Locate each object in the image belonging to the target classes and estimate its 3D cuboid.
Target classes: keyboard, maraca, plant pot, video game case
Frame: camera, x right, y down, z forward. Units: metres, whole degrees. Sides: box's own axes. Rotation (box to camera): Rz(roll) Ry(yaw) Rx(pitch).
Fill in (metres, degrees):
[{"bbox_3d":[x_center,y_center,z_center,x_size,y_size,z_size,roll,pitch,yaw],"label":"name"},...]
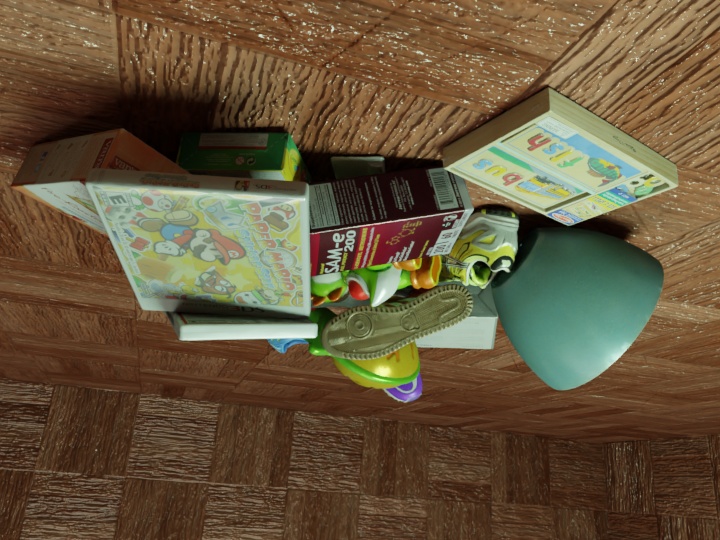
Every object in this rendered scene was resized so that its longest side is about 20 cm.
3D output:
[{"bbox_3d":[0.006,-0.082,0.723,0.056,0.011,0.200,7,161,9],"label":"keyboard"},{"bbox_3d":[-0.001,0.111,0.919,0.199,0.137,0.107,22,116,-10],"label":"maraca"},{"bbox_3d":[0.242,0.025,0.748,0.135,0.200,0.200,36,156,-3],"label":"plant pot"},{"bbox_3d":[-0.139,-0.015,0.578,0.181,0.023,0.200,3,145,-2],"label":"video game case"},{"bbox_3d":[-0.148,0.053,0.707,0.142,0.018,0.200,1,-175,-23],"label":"video game case"}]

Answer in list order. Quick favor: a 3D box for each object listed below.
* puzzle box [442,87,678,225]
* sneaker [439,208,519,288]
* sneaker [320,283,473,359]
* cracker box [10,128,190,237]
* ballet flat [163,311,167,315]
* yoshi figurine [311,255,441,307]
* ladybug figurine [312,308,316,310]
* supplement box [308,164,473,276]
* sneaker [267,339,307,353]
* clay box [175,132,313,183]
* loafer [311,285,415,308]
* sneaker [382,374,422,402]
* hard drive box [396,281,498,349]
[{"bbox_3d":[0.198,-0.102,0.604,0.199,0.026,0.133,16,157,-31],"label":"puzzle box"},{"bbox_3d":[0.132,-0.012,0.789,0.075,0.077,0.200,8,161,-15],"label":"sneaker"},{"bbox_3d":[0.047,0.068,0.818,0.199,0.072,0.112,-16,178,1],"label":"sneaker"},{"bbox_3d":[-0.250,-0.079,0.631,0.199,0.058,0.134,4,158,41],"label":"cracker box"},{"bbox_3d":[-0.169,0.042,0.838,0.199,0.067,0.071,12,124,-28],"label":"ballet flat"},{"bbox_3d":[0.000,-0.015,0.798,0.199,0.113,0.112,-11,-174,28],"label":"yoshi figurine"},{"bbox_3d":[-0.116,0.033,0.966,0.135,0.072,0.200,0,160,10],"label":"ladybug figurine"},{"bbox_3d":[0.007,-0.050,0.649,0.199,0.061,0.109,-9,158,-10],"label":"supplement box"},{"bbox_3d":[-0.170,0.090,1.084,0.199,0.105,0.076,3,160,3],"label":"sneaker"},{"bbox_3d":[-0.109,-0.083,0.683,0.114,0.048,0.200,3,162,10],"label":"clay box"},{"bbox_3d":[0.014,0.035,0.889,0.199,0.073,0.073,-9,154,-1],"label":"loafer"},{"bbox_3d":[0.042,0.124,1.026,0.069,0.201,0.100,-23,155,-8],"label":"sneaker"},{"bbox_3d":[0.146,0.070,1.011,0.155,0.077,0.200,1,159,10],"label":"hard drive box"}]
